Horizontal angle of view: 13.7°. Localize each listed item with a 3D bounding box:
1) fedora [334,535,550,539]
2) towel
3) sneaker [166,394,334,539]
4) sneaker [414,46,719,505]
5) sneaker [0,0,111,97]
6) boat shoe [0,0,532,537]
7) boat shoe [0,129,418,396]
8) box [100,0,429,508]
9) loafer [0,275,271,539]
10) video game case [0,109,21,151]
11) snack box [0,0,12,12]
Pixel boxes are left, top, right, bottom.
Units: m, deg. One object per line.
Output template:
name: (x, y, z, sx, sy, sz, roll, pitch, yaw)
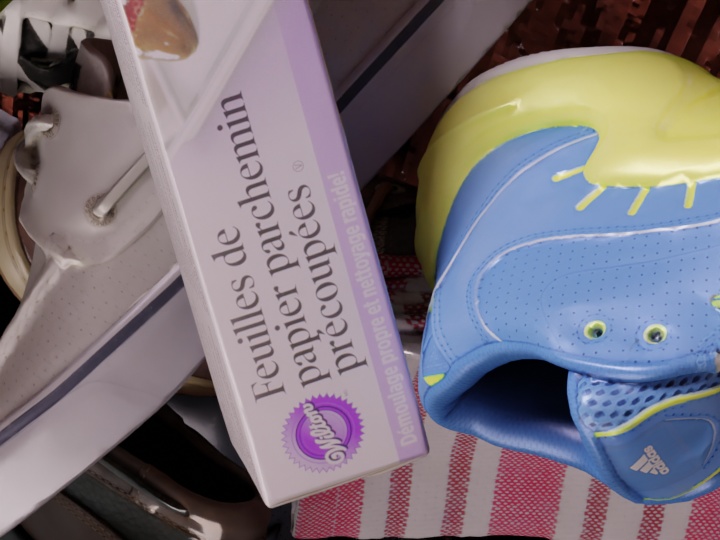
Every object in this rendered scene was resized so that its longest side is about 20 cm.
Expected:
fedora: (0.035, 0.127, 0.946, 0.091, 0.201, 0.201, 2, 160, -10)
towel: (0.082, 0.043, 0.748, 0.199, 0.030, 0.146, 3, 155, -1)
sneaker: (-0.044, 0.112, 0.859, 0.077, 0.147, 0.203, 6, 138, 5)
sneaker: (0.098, 0.005, 0.615, 0.199, 0.105, 0.076, -5, 141, 32)
sneaker: (-0.077, -0.068, 0.775, 0.199, 0.073, 0.072, 21, 154, 22)
boat shoe: (-0.044, -0.023, 0.690, 0.070, 0.200, 0.071, 43, -169, -4)
boat shoe: (0.000, 0.000, 0.779, 0.199, 0.072, 0.072, 22, 150, -32)
box: (-0.031, -0.049, 0.621, 0.041, 0.039, 0.201, -126, 20, -68)
loafer: (-0.093, 0.021, 0.801, 0.200, 0.072, 0.063, 44, 129, 21)
video game case: (-0.181, -0.071, 0.840, 0.182, 0.022, 0.200, 29, -176, -7)
snack box: (-0.144, -0.091, 0.630, 0.067, 0.169, 0.200, 26, 143, 15)
